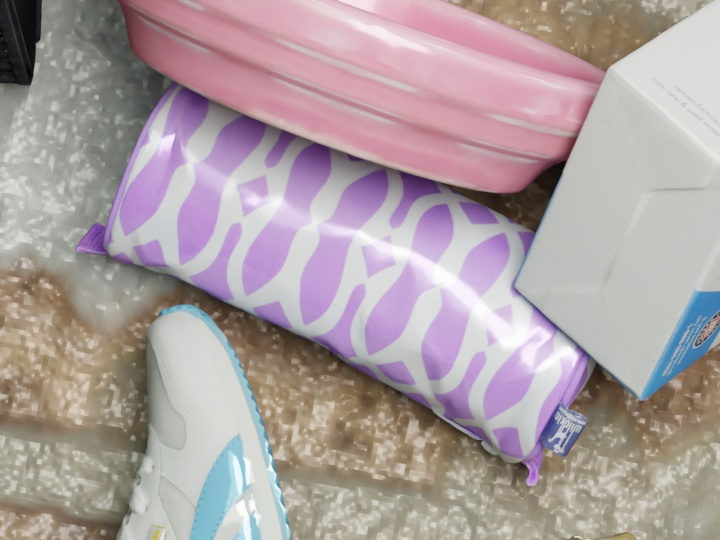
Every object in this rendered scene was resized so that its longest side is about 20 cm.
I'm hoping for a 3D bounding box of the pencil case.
[{"bbox_3d":[0.000,0.000,1.058,0.199,0.084,0.086,29,123,3],"label":"pencil case"}]

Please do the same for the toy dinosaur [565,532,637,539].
[{"bbox_3d":[0.030,0.161,1.025,0.199,0.058,0.102,-22,82,-37],"label":"toy dinosaur"}]

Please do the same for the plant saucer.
[{"bbox_3d":[-0.004,-0.077,1.018,0.199,0.201,0.051,20,99,1],"label":"plant saucer"}]

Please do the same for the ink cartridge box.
[{"bbox_3d":[0.155,-0.053,1.025,0.067,0.117,0.200,41,49,19],"label":"ink cartridge box"}]

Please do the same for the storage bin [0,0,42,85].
[{"bbox_3d":[-0.164,-0.153,1.015,0.093,0.200,0.136,1,79,-1],"label":"storage bin"}]

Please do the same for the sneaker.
[{"bbox_3d":[-0.063,0.112,1.034,0.080,0.077,0.201,-8,78,-2],"label":"sneaker"}]
